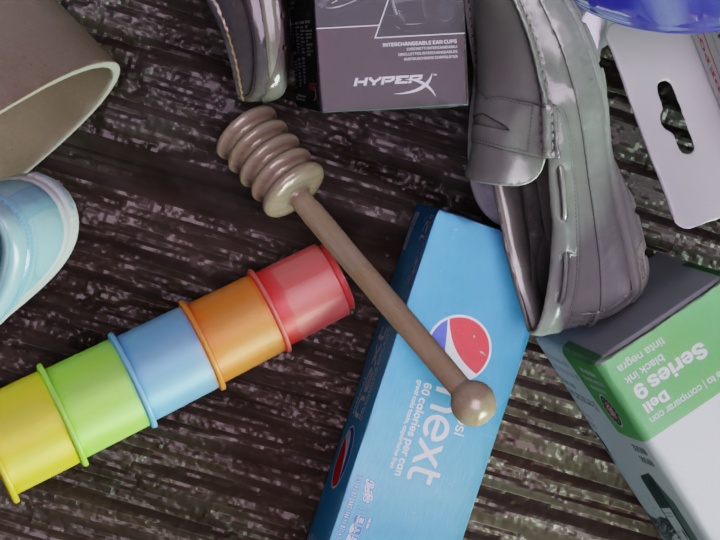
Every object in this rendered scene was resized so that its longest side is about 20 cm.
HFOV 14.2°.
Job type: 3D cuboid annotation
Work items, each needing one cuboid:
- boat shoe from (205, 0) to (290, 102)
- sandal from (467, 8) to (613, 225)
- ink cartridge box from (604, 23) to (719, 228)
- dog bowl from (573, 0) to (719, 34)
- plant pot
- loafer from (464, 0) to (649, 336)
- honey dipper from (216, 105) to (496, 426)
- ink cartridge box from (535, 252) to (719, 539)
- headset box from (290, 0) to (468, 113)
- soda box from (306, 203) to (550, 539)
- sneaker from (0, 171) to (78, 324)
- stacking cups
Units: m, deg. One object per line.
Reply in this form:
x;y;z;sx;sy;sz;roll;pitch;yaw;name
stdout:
-0.084;-0.177;1.444;0.073;0.074;0.201;-14;87;3;boat shoe
0.093;-0.124;1.473;0.079;0.059;0.208;11;94;11;sandal
0.234;-0.106;1.420;0.199;0.068;0.117;-18;81;-12;ink cartridge box
0.159;-0.215;1.380;0.199;0.079;0.201;-7;59;12;dog bowl
-0.248;-0.120;1.376;0.187;0.187;0.200;-37;86;-4;plant pot
0.083;-0.063;1.395;0.070;0.070;0.201;-26;109;-23;loafer
0.000;0.000;1.432;0.038;0.038;0.200;-38;68;-4;honey dipper
0.186;0.100;1.457;0.084;0.146;0.201;-33;98;-5;ink cartridge box
0.004;-0.179;1.410;0.077;0.149;0.201;-2;94;-6;headset box
0.033;0.072;1.475;0.067;0.064;0.201;18;92;-9;soda box
-0.223;0.030;1.407;0.074;0.082;0.200;41;106;10;sneaker
-0.099;0.047;1.464;0.199;0.060;0.061;-27;97;-11;stacking cups
